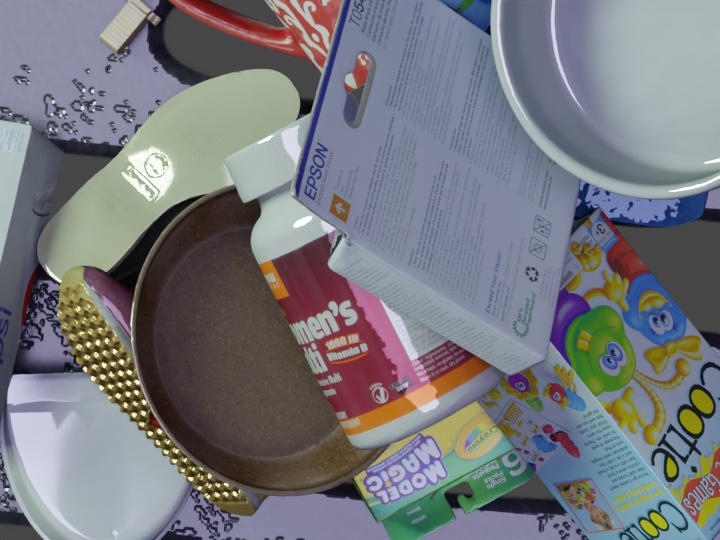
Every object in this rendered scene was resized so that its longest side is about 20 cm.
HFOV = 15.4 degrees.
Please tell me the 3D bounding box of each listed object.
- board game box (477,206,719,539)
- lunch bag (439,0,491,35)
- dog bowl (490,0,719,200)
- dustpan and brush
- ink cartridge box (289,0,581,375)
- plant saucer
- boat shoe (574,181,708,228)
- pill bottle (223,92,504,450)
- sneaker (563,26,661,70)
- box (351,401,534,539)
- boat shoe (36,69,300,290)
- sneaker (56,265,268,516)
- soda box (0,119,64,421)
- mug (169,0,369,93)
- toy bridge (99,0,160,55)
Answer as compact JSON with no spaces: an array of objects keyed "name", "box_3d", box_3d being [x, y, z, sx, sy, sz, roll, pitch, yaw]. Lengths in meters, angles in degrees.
[{"name":"board game box","box_3d":[0.160,0.079,1.705,0.200,0.105,0.103,51,55,-6]},{"name":"lunch bag","box_3d":[0.106,-0.208,1.677,0.200,0.094,0.151,44,54,-38]},{"name":"dog bowl","box_3d":[0.182,-0.145,1.550,0.200,0.079,0.201,4,100,26]},{"name":"dustpan and brush","box_3d":[-0.168,0.168,1.754,0.139,0.057,0.201,-1,86,-15]},{"name":"ink cartridge box","box_3d":[0.044,-0.066,1.594,0.200,0.041,0.200,33,52,-25]},{"name":"plant saucer","box_3d":[-0.057,0.044,1.679,0.200,0.037,0.201,4,80,-26]},{"name":"boat shoe","box_3d":[0.125,-0.062,1.736,0.199,0.069,0.084,19,95,-6]},{"name":"pill bottle","box_3d":[0.000,0.000,1.633,0.109,0.110,0.200,-27,94,0]},{"name":"sneaker","box_3d":[0.211,-0.119,1.684,0.090,0.200,0.079,17,95,40]},{"name":"box","box_3d":[0.025,0.075,1.752,0.117,0.048,0.200,-29,95,1]},{"name":"boat shoe","box_3d":[-0.121,-0.057,1.735,0.201,0.063,0.074,-40,73,1]},{"name":"sneaker","box_3d":[-0.111,0.061,1.714,0.090,0.075,0.200,-46,108,-27]},{"name":"soda box","box_3d":[-0.250,0.005,1.704,0.063,0.068,0.201,9,79,14]},{"name":"mug","box_3d":[-0.037,-0.218,1.712,0.133,0.177,0.200,-42,99,-35]},{"name":"toy bridge","box_3d":[-0.209,-0.225,1.735,0.200,0.027,0.067,39,87,-1]}]
